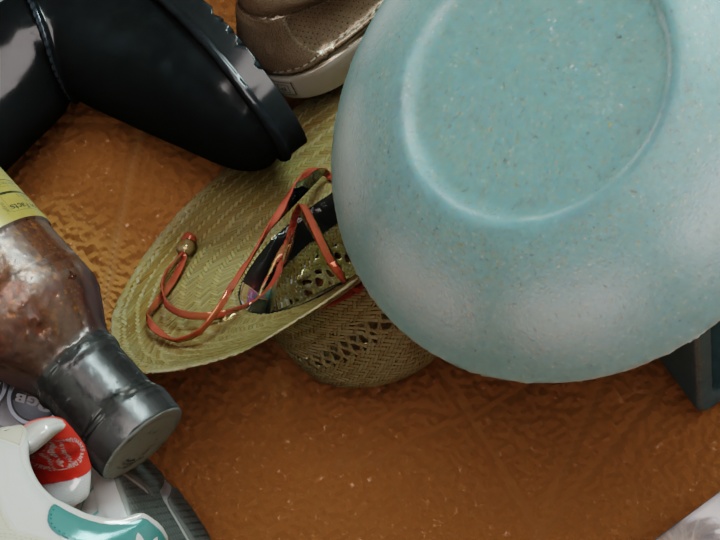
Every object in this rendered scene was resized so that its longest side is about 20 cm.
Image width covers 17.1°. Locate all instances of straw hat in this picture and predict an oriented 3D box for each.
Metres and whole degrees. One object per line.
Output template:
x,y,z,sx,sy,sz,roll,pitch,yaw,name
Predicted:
0.000,0.000,0.996,0.201,0.201,0.085,-43,114,-10,straw hat

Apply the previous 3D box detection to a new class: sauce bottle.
-0.151,-0.001,0.950,0.066,0.066,0.200,-39,74,-9,sauce bottle

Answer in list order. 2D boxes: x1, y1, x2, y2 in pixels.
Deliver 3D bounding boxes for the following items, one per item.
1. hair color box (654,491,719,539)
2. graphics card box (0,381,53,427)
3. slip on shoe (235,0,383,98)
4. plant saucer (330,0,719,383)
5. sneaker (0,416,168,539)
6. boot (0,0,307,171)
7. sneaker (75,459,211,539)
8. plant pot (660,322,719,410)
0.164,0.198,0.946,0.100,0.061,0.200,-35,74,-9,hair color box
-0.196,0.124,0.990,0.125,0.051,0.200,14,73,7,graphics card box
0.021,-0.161,1.048,0.200,0.061,0.076,-41,53,-14,slip on shoe
0.069,-0.061,0.853,0.201,0.039,0.201,-10,67,26,plant saucer
-0.151,0.091,0.913,0.200,0.070,0.093,28,68,41,sneaker
-0.140,-0.071,1.028,0.162,0.073,0.198,-41,65,-9,boot
-0.100,0.137,0.933,0.080,0.200,0.070,-37,119,14,sneaker
0.146,-0.103,0.978,0.196,0.196,0.200,-37,65,-9,plant pot
